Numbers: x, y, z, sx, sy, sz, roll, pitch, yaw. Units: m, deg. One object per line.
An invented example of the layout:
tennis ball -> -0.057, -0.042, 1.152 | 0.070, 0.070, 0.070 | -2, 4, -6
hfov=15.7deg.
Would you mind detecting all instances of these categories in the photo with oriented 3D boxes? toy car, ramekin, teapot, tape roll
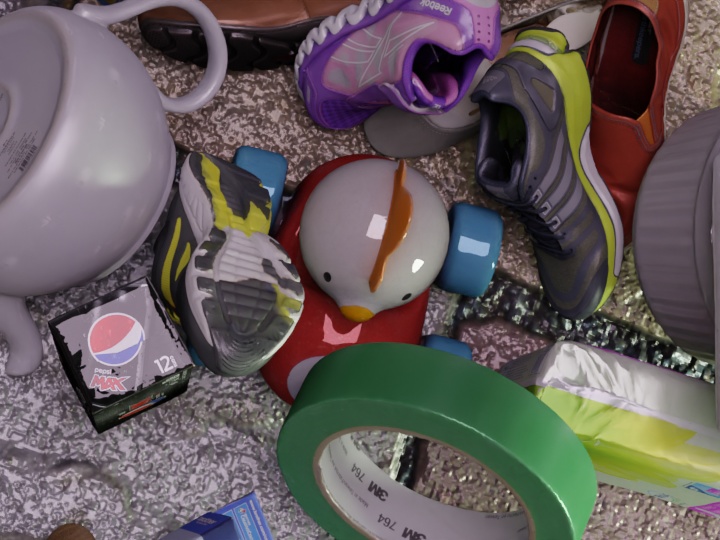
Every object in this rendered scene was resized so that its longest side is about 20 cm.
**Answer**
toy car -> 0.000, 0.000, 1.654 | 0.184, 0.200, 0.177 | 15, 79, -6
ramekin -> 0.266, -0.023, 1.720 | 0.202, 0.094, 0.203 | -1, 91, -41
teapot -> -0.186, -0.065, 1.663 | 0.146, 0.200, 0.198 | 30, 46, -39
tape roll -> 0.047, 0.127, 1.642 | 0.200, 0.200, 0.048 | 28, 55, -4

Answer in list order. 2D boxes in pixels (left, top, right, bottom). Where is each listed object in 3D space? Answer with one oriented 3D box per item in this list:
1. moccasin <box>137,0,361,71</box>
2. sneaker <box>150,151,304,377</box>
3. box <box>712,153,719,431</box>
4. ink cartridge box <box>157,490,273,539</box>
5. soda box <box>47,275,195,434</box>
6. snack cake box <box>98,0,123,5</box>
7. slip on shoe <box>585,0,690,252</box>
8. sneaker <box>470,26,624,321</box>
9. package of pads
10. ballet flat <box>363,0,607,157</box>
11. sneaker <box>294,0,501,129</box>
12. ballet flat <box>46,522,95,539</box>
moccasin -> -0.049, -0.181, 1.740 | 0.201, 0.074, 0.078 | -9, 74, -8
sneaker -> -0.086, 0.011, 1.604 | 0.074, 0.200, 0.085 | 19, 120, -18
box -> 0.338, 0.023, 1.578 | 0.199, 0.171, 0.200 | 27, 53, -38
ink cartridge box -> -0.120, 0.235, 1.643 | 0.200, 0.042, 0.119 | -28, 105, -28
soda box -> -0.148, 0.055, 1.620 | 0.071, 0.200, 0.063 | -25, 85, -7
snack cake box -> -0.137, -0.249, 1.670 | 0.067, 0.200, 0.115 | 44, 78, -1
slip on shoe -> 0.171, -0.101, 1.731 | 0.074, 0.061, 0.200 | 21, 116, 23
sneaker -> 0.114, -0.055, 1.715 | 0.081, 0.074, 0.200 | -32, 115, -37
package of pads -> 0.191, 0.105, 1.693 | 0.200, 0.155, 0.068 | 18, 80, -7
ballet flat -> 0.094, -0.138, 1.760 | 0.200, 0.064, 0.067 | -25, 86, -12
sneaker -> 0.027, -0.133, 1.677 | 0.080, 0.200, 0.089 | 1, 65, -34
ballet flat -> -0.213, 0.255, 1.642 | 0.072, 0.068, 0.200 | 20, 80, -49
